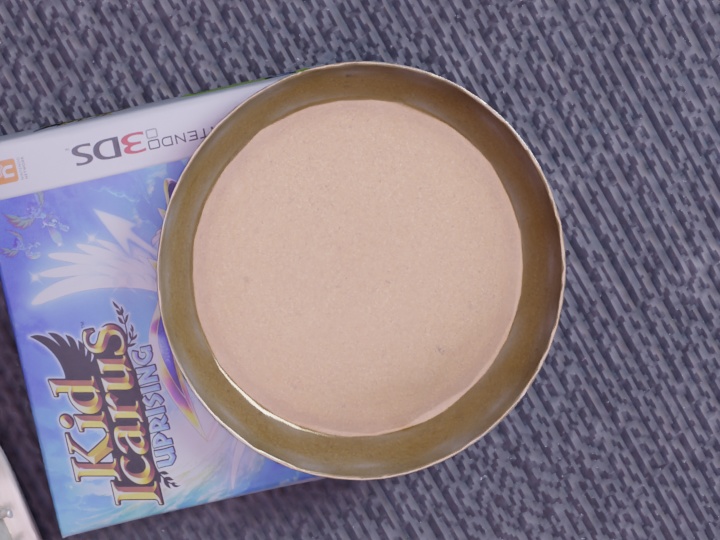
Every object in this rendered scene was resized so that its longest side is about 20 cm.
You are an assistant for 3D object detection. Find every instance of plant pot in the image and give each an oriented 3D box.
[{"bbox_3d":[0.000,0.000,1.103,0.198,0.027,0.202,-1,95,-7],"label":"plant pot"}]

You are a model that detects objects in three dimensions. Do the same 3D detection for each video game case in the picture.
[{"bbox_3d":[-0.083,0.015,1.134,0.180,0.045,0.202,-13,97,-1],"label":"video game case"}]

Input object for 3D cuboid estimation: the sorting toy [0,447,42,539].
[{"bbox_3d":[-0.249,0.164,1.121,0.179,0.107,0.201,-21,98,7],"label":"sorting toy"}]
